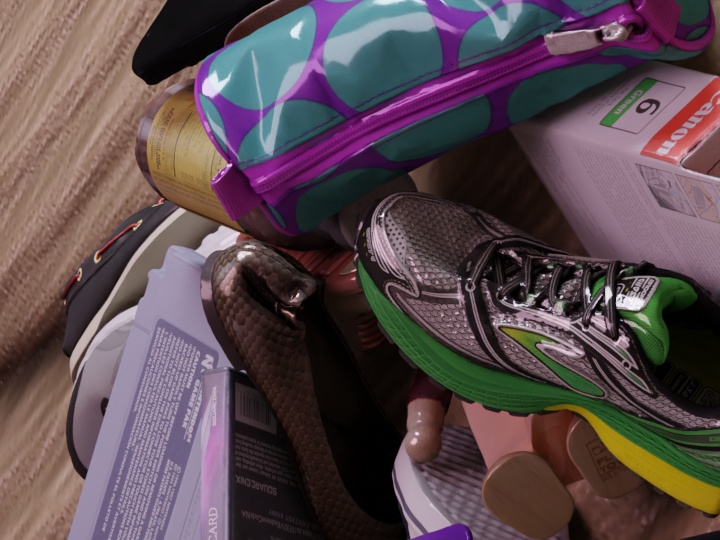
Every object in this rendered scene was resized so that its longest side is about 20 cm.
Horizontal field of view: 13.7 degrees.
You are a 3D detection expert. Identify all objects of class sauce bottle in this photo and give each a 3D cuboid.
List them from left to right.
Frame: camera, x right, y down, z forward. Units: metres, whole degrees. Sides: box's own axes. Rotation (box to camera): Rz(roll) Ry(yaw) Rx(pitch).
[{"bbox_3d":[-0.036,-0.043,1.337,0.200,0.064,0.065,23,97,59],"label":"sauce bottle"}]

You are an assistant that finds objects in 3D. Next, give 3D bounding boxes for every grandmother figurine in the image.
[{"bbox_3d":[0.068,0.037,1.298,0.200,0.121,0.061,-120,10,-61],"label":"grandmother figurine"}]

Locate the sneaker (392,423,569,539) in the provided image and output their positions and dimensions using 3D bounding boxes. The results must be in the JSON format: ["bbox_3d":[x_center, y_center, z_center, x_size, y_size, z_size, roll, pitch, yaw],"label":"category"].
[{"bbox_3d":[0.056,0.142,1.277,0.200,0.078,0.080,-120,43,-57],"label":"sneaker"}]

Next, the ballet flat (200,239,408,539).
[{"bbox_3d":[-0.007,0.066,1.330,0.046,0.201,0.068,-13,31,28],"label":"ballet flat"}]

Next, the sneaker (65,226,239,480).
[{"bbox_3d":[-0.098,0.052,1.542,0.200,0.074,0.079,-47,12,38],"label":"sneaker"}]

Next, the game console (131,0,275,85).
[{"bbox_3d":[0.018,-0.143,1.361,0.200,0.116,0.176,-24,30,52],"label":"game console"}]

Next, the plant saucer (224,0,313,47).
[{"bbox_3d":[0.040,-0.108,1.314,0.200,0.200,0.037,-23,78,52],"label":"plant saucer"}]

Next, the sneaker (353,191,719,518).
[{"bbox_3d":[0.090,0.016,1.174,0.078,0.199,0.085,-59,-11,-34],"label":"sneaker"}]

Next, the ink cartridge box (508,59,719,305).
[{"bbox_3d":[0.146,-0.023,1.172,0.050,0.109,0.200,-43,28,-15],"label":"ink cartridge box"}]

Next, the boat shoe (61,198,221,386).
[{"bbox_3d":[-0.100,-0.012,1.593,0.201,0.073,0.063,-46,44,40],"label":"boat shoe"}]

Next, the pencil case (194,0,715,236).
[{"bbox_3d":[0.035,-0.087,1.187,0.199,0.085,0.093,-25,28,21],"label":"pencil case"}]

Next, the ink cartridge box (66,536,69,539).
[{"bbox_3d":[-0.068,0.149,1.480,0.200,0.066,0.116,-39,47,43],"label":"ink cartridge box"}]

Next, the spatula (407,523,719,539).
[{"bbox_3d":[0.084,0.120,1.193,0.199,0.021,0.057,-9,45,12],"label":"spatula"}]

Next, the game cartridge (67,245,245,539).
[{"bbox_3d":[-0.084,0.100,1.428,0.133,0.041,0.201,29,104,60],"label":"game cartridge"}]

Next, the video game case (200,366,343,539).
[{"bbox_3d":[-0.027,0.156,1.334,0.019,0.143,0.201,-9,71,30],"label":"video game case"}]

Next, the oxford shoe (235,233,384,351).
[{"bbox_3d":[0.000,0.000,1.395,0.071,0.074,0.200,-38,12,-5],"label":"oxford shoe"}]
